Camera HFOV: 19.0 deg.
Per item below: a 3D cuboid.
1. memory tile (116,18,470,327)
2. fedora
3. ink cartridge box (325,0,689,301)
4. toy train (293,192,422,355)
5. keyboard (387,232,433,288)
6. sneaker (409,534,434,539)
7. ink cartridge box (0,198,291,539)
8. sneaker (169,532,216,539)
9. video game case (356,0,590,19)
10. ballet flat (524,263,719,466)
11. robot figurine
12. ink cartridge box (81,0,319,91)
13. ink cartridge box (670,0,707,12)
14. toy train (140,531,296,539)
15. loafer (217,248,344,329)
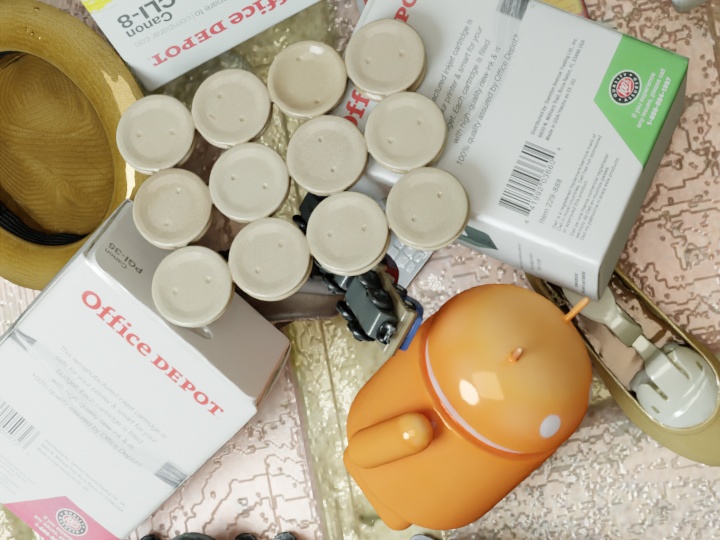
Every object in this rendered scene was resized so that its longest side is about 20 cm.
[{"bbox_3d":[-0.042,-0.060,1.293,0.198,0.017,0.155,-18,72,4],"label":"memory tile"},{"bbox_3d":[-0.198,-0.086,1.416,0.199,0.082,0.203,8,106,28],"label":"fedora"},{"bbox_3d":[0.086,-0.091,1.339,0.199,0.084,0.147,23,79,12],"label":"ink cartridge box"},{"bbox_3d":[0.000,0.000,1.343,0.046,0.200,0.034,24,107,-23],"label":"toy train"},{"bbox_3d":[0.051,-0.061,1.423,0.056,0.011,0.201,38,96,7],"label":"keyboard"},{"bbox_3d":[-0.003,0.229,1.400,0.198,0.070,0.110,0,95,3],"label":"sneaker"},{"bbox_3d":[-0.160,0.076,1.368,0.146,0.083,0.200,41,123,-8],"label":"ink cartridge box"},{"bbox_3d":[-0.142,0.266,1.400,0.074,0.089,0.201,29,104,-1],"label":"sneaker"},{"bbox_3d":[0.077,-0.160,1.408,0.142,0.017,0.202,-19,84,10],"label":"video game case"},{"bbox_3d":[0.175,0.051,1.375,0.200,0.063,0.069,45,94,7],"label":"ballet flat"},{"bbox_3d":[0.066,0.086,1.340,0.143,0.200,0.117,17,48,-25],"label":"robot figurine"},{"bbox_3d":[-0.127,-0.247,1.340,0.144,0.200,0.145,-26,45,9],"label":"ink cartridge box"},{"bbox_3d":[0.197,-0.249,1.304,0.087,0.200,0.146,-26,85,5],"label":"ink cartridge box"},{"bbox_3d":[-0.126,0.201,1.440,0.198,0.034,0.046,-3,93,10],"label":"toy train"},{"bbox_3d":[-0.100,0.029,1.425,0.198,0.073,0.072,-6,108,12],"label":"loafer"}]
